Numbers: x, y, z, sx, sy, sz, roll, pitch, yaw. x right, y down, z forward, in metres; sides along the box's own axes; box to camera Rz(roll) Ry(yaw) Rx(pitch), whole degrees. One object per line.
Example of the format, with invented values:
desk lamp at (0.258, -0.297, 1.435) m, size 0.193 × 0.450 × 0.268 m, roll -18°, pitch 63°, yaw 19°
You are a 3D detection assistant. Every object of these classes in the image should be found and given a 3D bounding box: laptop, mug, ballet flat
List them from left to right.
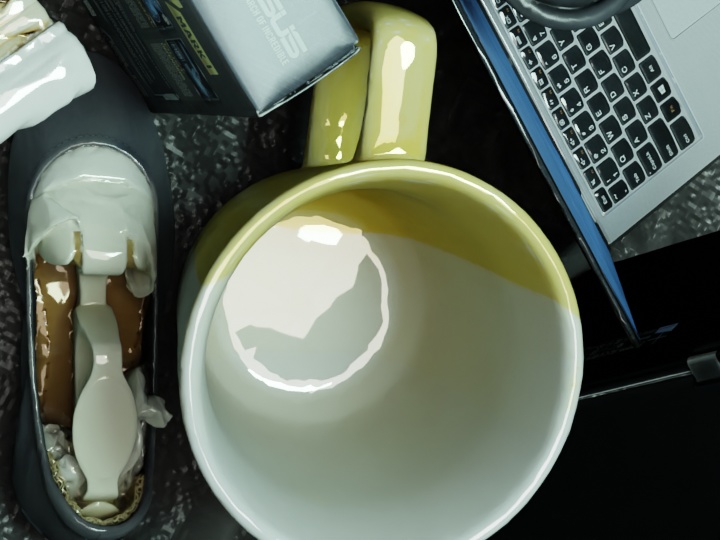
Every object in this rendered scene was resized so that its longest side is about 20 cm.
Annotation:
ballet flat at (-0.104, 0.014, 0.809) m, size 0.072 × 0.073 × 0.202 m, roll 1°, pitch 94°, yaw -20°
mug at (0.003, 0.009, 0.795) m, size 0.149 × 0.153 × 0.187 m, roll 37°, pitch 89°, yaw -16°
laptop at (0.104, -0.103, 0.823) m, size 0.200 × 0.116 × 0.188 m, roll -37°, pitch 107°, yaw -24°
laptop at (0.123, 0.079, 0.797) m, size 0.200 × 0.187 × 0.116 m, roll -40°, pitch 103°, yaw -37°

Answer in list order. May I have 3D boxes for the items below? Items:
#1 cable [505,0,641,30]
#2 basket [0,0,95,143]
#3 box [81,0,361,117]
cable at (0.085, -0.180, 0.730) m, size 0.200 × 0.050 × 0.164 m, roll -46°, pitch 136°, yaw -42°
basket at (-0.223, -0.072, 0.692) m, size 0.199 × 0.198 × 0.161 m, roll -36°, pitch 101°, yaw -12°
box at (-0.091, -0.152, 0.751) m, size 0.051 × 0.158 × 0.201 m, roll -35°, pitch 105°, yaw -13°
